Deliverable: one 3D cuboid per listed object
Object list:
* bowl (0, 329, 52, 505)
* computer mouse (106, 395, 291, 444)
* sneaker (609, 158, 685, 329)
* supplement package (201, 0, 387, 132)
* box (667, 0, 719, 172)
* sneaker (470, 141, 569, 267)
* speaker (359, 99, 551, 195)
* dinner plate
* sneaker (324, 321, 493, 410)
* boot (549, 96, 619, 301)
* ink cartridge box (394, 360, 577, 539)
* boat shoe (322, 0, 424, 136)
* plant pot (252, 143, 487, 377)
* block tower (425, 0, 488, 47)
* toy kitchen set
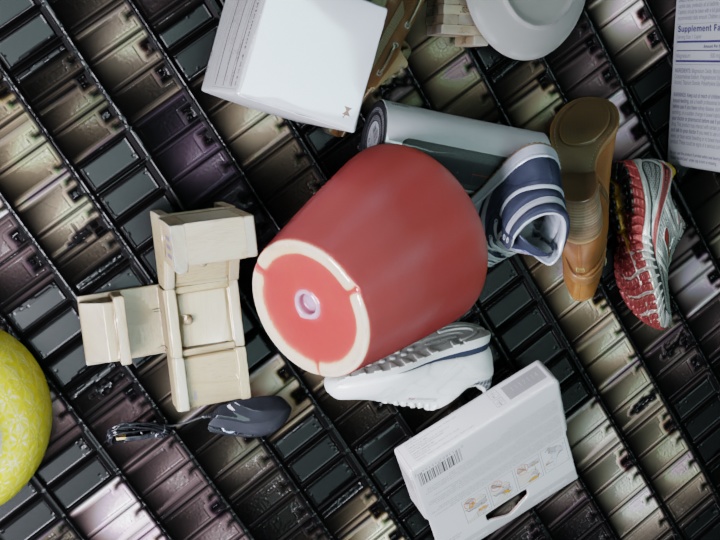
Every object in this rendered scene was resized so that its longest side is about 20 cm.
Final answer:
[{"bbox_3d":[-0.392,0.156,1.129,0.197,0.108,0.204,-3,100,-18],"label":"bowl"},{"bbox_3d":[-0.166,0.165,1.230,0.196,0.059,0.035,-8,69,-16],"label":"computer mouse"},{"bbox_3d":[0.341,-0.030,1.353,0.081,0.078,0.204,-12,103,-17],"label":"sneaker"},{"bbox_3d":[-0.069,-0.208,1.122,0.115,0.200,0.119,16,95,-20],"label":"supplement package"},{"bbox_3d":[0.432,-0.211,1.295,0.103,0.184,0.204,-3,101,-16],"label":"box"},{"bbox_3d":[0.147,-0.029,1.228,0.069,0.110,0.201,16,133,-25],"label":"sneaker"},{"bbox_3d":[0.104,-0.125,1.258,0.197,0.081,0.083,9,97,-20],"label":"speaker"},{"bbox_3d":[0.184,-0.325,1.243,0.198,0.024,0.204,-10,106,-39],"label":"dinner plate"},{"bbox_3d":[0.057,0.120,1.292,0.196,0.076,0.082,-11,113,-15],"label":"sneaker"},{"bbox_3d":[0.253,-0.081,1.308,0.075,0.202,0.157,-2,136,12],"label":"boot"},{"bbox_3d":[0.149,0.222,1.352,0.198,0.045,0.178,-29,132,-11],"label":"ink cartridge box"},{"bbox_3d":[0.016,-0.221,1.180,0.073,0.076,0.202,11,127,-18],"label":"boat shoe"},{"bbox_3d":[0.000,0.000,1.152,0.177,0.198,0.203,-35,112,-44],"label":"plant pot"},{"bbox_3d":[0.107,-0.340,1.235,0.057,0.054,0.204,-1,99,-17],"label":"block tower"},{"bbox_3d":[-0.186,0.049,1.138,0.160,0.180,0.204,-9,99,-15],"label":"toy kitchen set"}]
